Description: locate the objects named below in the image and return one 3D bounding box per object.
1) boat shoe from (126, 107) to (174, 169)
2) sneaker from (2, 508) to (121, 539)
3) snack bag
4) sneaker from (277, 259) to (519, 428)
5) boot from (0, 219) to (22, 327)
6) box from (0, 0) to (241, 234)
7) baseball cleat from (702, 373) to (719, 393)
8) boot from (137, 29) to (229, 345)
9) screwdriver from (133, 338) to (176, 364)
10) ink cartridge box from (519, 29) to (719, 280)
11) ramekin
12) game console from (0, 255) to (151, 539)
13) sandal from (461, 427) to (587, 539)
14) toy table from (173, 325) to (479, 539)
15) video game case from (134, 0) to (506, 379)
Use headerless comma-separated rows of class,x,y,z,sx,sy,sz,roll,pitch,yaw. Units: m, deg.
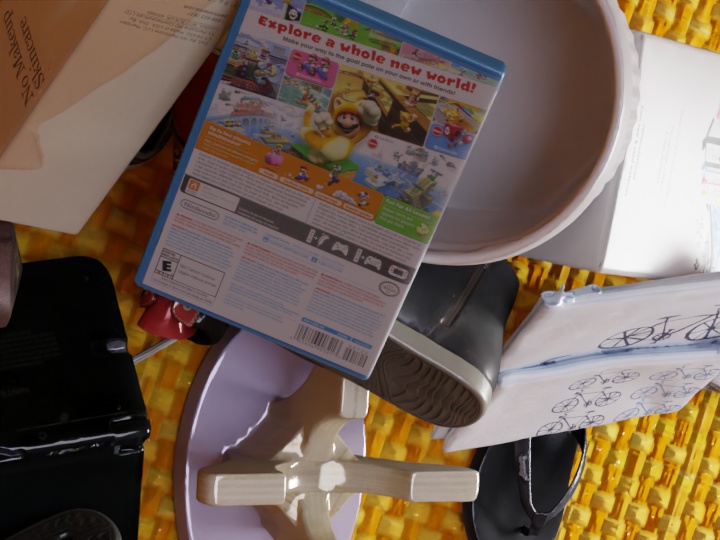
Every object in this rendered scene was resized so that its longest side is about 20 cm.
boat shoe,-0.110,-0.156,1.383,0.072,0.071,0.201,11,90,-28
sneaker,-0.225,0.221,1.347,0.198,0.076,0.115,-21,129,-20
snack bag,0.160,0.055,1.459,0.187,0.200,0.022,-6,64,-25
sneaker,0.000,0.000,1.361,0.200,0.075,0.107,35,49,-17
boot,-0.273,0.031,1.290,0.199,0.064,0.188,1,71,-27
box,-0.151,-0.121,1.287,0.077,0.095,0.200,11,133,-37
baseball cleat,0.252,0.017,1.599,0.106,0.070,0.200,-41,112,-18
boot,-0.092,-0.041,1.349,0.145,0.072,0.200,-58,155,-23
screwdriver,-0.116,0.047,1.431,0.200,0.028,0.029,-35,108,-16
ink cartridge box,0.160,-0.073,1.462,0.199,0.147,0.146,6,94,-51
ramekin,0.064,-0.105,1.317,0.105,0.199,0.202,-8,103,-71
game console,-0.235,0.102,1.370,0.199,0.116,0.177,-9,70,-24
sandal,0.123,0.110,1.554,0.076,0.043,0.201,20,86,-28
toy table,-0.033,0.128,1.432,0.183,0.117,0.201,-11,100,-27
video game case,-0.024,-0.050,1.256,0.142,0.018,0.201,23,117,-2
